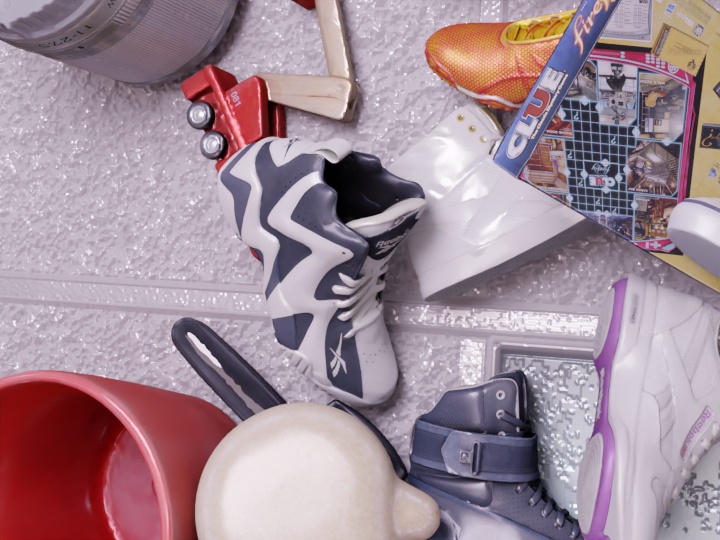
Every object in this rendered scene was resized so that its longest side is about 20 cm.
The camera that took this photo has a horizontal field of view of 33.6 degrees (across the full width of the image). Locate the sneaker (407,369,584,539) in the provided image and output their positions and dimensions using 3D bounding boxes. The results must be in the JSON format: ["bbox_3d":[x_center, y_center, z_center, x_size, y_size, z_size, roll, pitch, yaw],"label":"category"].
[{"bbox_3d":[0.123,0.143,0.770,0.199,0.077,0.149,10,84,11],"label":"sneaker"}]

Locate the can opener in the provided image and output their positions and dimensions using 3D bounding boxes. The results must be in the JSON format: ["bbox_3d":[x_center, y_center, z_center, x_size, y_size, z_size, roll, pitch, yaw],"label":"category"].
[{"bbox_3d":[-0.058,0.105,0.847,0.199,0.064,0.079,40,78,13],"label":"can opener"}]

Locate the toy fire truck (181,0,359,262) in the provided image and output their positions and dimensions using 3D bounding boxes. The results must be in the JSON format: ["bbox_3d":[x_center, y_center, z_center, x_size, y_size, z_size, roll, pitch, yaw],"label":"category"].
[{"bbox_3d":[-0.052,-0.122,0.860,0.140,0.049,0.203,-27,80,17],"label":"toy fire truck"}]

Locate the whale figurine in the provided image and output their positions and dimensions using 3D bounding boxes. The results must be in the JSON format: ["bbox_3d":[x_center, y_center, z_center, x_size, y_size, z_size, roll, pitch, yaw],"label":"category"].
[{"bbox_3d":[-0.022,0.184,0.742,0.157,0.104,0.202,-26,78,-5],"label":"whale figurine"}]

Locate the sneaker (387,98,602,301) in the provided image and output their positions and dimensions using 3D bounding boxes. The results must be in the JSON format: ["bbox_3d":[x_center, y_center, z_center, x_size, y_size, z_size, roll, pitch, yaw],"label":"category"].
[{"bbox_3d":[0.110,-0.071,0.782,0.197,0.074,0.117,-24,77,14],"label":"sneaker"}]

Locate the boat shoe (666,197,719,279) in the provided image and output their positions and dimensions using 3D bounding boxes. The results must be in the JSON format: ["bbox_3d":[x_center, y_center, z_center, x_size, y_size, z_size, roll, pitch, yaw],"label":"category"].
[{"bbox_3d":[0.271,-0.007,0.691,0.197,0.071,0.071,25,86,-8],"label":"boat shoe"}]

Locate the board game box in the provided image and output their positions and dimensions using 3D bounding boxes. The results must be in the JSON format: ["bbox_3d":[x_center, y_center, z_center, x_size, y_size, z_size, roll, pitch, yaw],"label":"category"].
[{"bbox_3d":[0.188,-0.077,0.698,0.137,0.198,0.035,-59,31,9],"label":"board game box"}]

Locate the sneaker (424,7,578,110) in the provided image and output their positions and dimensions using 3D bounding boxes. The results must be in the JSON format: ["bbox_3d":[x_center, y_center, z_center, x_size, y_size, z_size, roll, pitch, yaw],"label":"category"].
[{"bbox_3d":[0.138,-0.144,0.764,0.196,0.078,0.074,7,46,14],"label":"sneaker"}]

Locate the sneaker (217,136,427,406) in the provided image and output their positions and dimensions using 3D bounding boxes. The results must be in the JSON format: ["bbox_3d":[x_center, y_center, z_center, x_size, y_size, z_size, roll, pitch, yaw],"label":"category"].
[{"bbox_3d":[0.000,0.000,0.773,0.128,0.079,0.202,-9,108,46],"label":"sneaker"}]

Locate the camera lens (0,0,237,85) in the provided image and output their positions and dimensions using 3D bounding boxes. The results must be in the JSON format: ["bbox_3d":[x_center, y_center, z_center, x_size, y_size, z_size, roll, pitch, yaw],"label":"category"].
[{"bbox_3d":[-0.186,-0.224,0.834,0.157,0.199,0.163,-1,88,21],"label":"camera lens"}]

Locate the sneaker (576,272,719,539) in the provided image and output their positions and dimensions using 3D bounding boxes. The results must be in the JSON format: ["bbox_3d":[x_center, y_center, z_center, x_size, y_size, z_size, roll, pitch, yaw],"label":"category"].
[{"bbox_3d":[0.186,0.100,0.719,0.098,0.075,0.203,13,68,-2],"label":"sneaker"}]

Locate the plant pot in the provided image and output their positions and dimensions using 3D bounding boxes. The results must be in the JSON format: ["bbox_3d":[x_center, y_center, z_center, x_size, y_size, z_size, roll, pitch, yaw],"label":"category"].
[{"bbox_3d":[-0.170,0.163,0.827,0.197,0.177,0.204,0,89,23],"label":"plant pot"}]
